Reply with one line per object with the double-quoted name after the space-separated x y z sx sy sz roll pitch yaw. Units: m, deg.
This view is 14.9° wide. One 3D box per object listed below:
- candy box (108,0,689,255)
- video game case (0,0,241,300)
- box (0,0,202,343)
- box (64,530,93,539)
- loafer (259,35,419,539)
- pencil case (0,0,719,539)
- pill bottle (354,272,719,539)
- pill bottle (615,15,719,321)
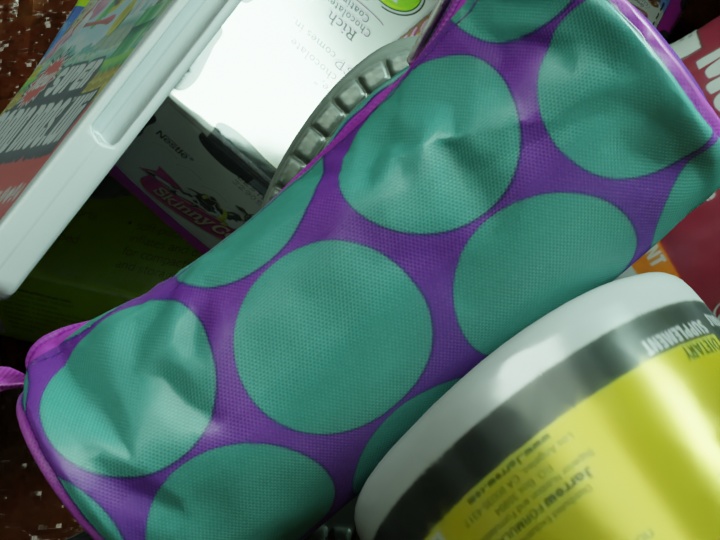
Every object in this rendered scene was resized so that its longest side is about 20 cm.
0.018 -0.074 0.904 0.061 0.136 0.200 -27 26 53 "candy box"
-0.071 -0.073 0.860 0.200 0.017 0.143 -53 16 -13 "video game case"
-0.051 -0.056 0.962 0.121 0.048 0.201 12 55 21 "box"
-0.116 0.186 0.743 0.199 0.086 0.164 -23 49 -8 "box"
0.000 0.028 0.813 0.075 0.070 0.201 20 92 12 "loafer"
0.000 0.000 0.735 0.200 0.085 0.092 -42 93 6 "pencil case"
0.098 0.109 0.714 0.114 0.114 0.200 -33 73 -16 "pill bottle"
0.162 -0.046 0.828 0.199 0.110 0.110 -31 47 13 "pill bottle"
